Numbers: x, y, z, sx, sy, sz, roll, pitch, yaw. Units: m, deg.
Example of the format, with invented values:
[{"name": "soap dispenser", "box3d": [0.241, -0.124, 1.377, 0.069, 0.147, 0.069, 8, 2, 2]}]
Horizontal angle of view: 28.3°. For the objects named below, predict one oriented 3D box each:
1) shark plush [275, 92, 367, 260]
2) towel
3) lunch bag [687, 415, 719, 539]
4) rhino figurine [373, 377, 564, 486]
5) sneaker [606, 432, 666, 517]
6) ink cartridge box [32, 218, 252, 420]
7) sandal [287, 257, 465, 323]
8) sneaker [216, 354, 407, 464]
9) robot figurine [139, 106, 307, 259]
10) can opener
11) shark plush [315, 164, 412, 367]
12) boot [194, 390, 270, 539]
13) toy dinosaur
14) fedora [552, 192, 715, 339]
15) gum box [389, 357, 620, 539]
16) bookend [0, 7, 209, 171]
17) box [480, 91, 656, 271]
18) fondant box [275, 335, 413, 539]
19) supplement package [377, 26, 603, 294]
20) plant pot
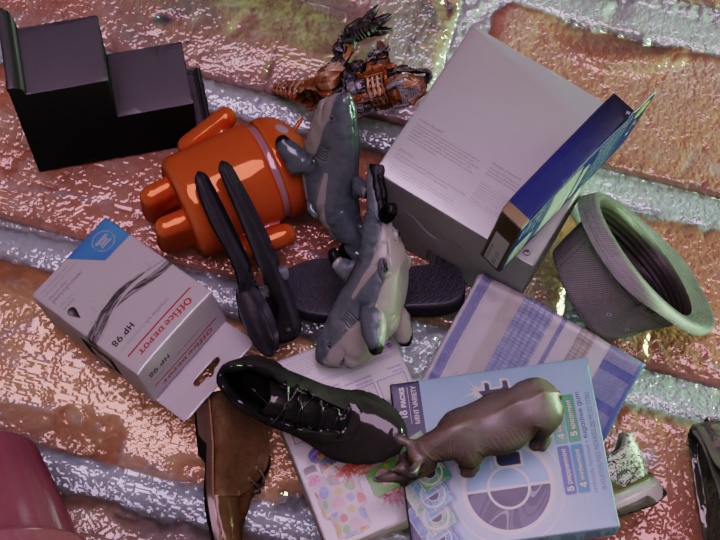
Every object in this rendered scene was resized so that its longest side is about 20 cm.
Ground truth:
[{"name": "shark plush", "box3d": [-0.020, -0.076, 1.454, 0.090, 0.083, 0.202, -8, 90, -49]}, {"name": "towel", "box3d": [0.173, 0.110, 1.475, 0.199, 0.024, 0.148, 28, 96, 8]}, {"name": "lunch bag", "box3d": [0.426, 0.231, 1.425, 0.162, 0.118, 0.202, -6, 64, -4]}, {"name": "rhino figurine", "box3d": [0.103, 0.155, 1.332, 0.198, 0.088, 0.060, -21, 67, -5]}, {"name": "sneaker", "box3d": [0.201, 0.215, 1.429, 0.198, 0.077, 0.089, -16, 84, -8]}, {"name": "ink cartridge box", "box3d": [-0.220, 0.048, 1.456, 0.199, 0.067, 0.116, 32, 70, 25]}, {"name": "sandal", "box3d": [0.011, 0.031, 1.505, 0.198, 0.043, 0.077, 2, 52, 3]}, {"name": "sneaker", "box3d": [-0.053, 0.137, 1.378, 0.198, 0.091, 0.077, 16, 87, 14]}, {"name": "robot figurine", "box3d": [-0.133, -0.091, 1.511, 0.199, 0.117, 0.144, -24, 35, -11]}, {"name": "can opener", "box3d": [-0.110, -0.015, 1.443, 0.063, 0.079, 0.202, -18, 98, -6]}, {"name": "shark plush", "box3d": [0.000, 0.000, 1.406, 0.083, 0.091, 0.202, 9, 109, 23]}, {"name": "boot", "box3d": [-0.122, 0.213, 1.428, 0.075, 0.074, 0.202, -3, 67, -11]}, {"name": "toy dinosaur", "box3d": [-0.010, -0.211, 1.549, 0.198, 0.103, 0.136, 18, 46, 20]}, {"name": "fedora", "box3d": [0.270, 0.012, 1.483, 0.090, 0.199, 0.178, -40, 47, 23]}, {"name": "gum box", "box3d": [0.137, 0.184, 1.390, 0.198, 0.045, 0.172, -8, 67, -1]}, {"name": "bookend", "box3d": [-0.263, -0.201, 1.500, 0.197, 0.200, 0.093, -11, 71, -6]}, {"name": "box", "box3d": [0.198, -0.093, 1.372, 0.032, 0.121, 0.200, 43, 73, 10]}, {"name": "fondant box", "box3d": [-0.002, 0.171, 1.454, 0.143, 0.058, 0.201, -20, 71, -10]}, {"name": "supplement package", "box3d": [0.138, -0.106, 1.513, 0.190, 0.147, 0.201, 31, 71, 7]}, {"name": "plant pot", "box3d": [-0.350, 0.259, 1.344, 0.198, 0.201, 0.180, -15, 55, -8]}]
